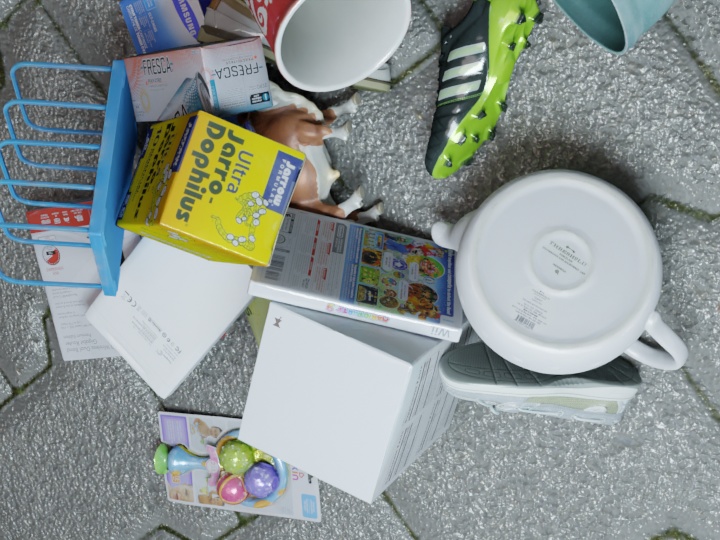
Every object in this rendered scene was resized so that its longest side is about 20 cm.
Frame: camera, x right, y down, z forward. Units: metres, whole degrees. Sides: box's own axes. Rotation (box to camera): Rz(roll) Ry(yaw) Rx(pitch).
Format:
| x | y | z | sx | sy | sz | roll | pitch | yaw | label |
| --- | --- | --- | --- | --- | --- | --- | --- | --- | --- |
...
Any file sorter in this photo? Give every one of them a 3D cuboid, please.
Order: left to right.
| x | y | z | sx | sy | sz | roll | pitch | yaw | label |
| --- | --- | --- | --- | --- | --- | --- | --- | --- | --- |
| -0.303 | -0.097 | 1.331 | 0.122 | 0.139 | 0.201 | 4 | 64 | -3 | file sorter |

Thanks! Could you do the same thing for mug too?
| x | y | z | sx | sy | sz | roll | pitch | yaw | label |
| --- | --- | --- | --- | --- | --- | --- | --- | --- | --- |
| -0.038 | -0.286 | 1.212 | 0.200 | 0.177 | 0.134 | 57 | 159 | 34 | mug |

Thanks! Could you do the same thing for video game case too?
| x | y | z | sx | sy | sz | roll | pitch | yaw | label |
| --- | --- | --- | --- | --- | --- | --- | --- | --- | --- |
| 0.000 | 0.000 | 1.247 | 0.199 | 0.143 | 0.018 | 13 | 123 | -3 | video game case |

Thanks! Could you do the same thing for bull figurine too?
| x | y | z | sx | sy | sz | roll | pitch | yaw | label |
| --- | --- | --- | --- | --- | --- | --- | --- | --- | --- |
| -0.054 | -0.118 | 1.316 | 0.121 | 0.065 | 0.201 | -5 | 114 | 25 | bull figurine |

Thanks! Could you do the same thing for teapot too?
| x | y | z | sx | sy | sz | roll | pitch | yaw | label |
| --- | --- | --- | --- | --- | --- | --- | --- | --- | --- |
| 0.182 | 0.012 | 1.206 | 0.197 | 0.146 | 0.201 | -14 | 74 | -1 | teapot |

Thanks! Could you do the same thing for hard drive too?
| x | y | z | sx | sy | sz | roll | pitch | yaw | label |
| --- | --- | --- | --- | --- | --- | --- | --- | --- | --- |
| -0.197 | 0.027 | 1.396 | 0.132 | 0.027 | 0.200 | 46 | 119 | 6 | hard drive |

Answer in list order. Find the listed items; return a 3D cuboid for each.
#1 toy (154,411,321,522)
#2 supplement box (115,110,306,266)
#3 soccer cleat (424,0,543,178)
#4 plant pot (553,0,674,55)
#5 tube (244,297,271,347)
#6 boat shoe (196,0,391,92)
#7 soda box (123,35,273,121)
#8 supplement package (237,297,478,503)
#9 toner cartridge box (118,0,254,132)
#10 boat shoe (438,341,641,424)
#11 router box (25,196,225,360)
| x | y | z | sx | sy | sz | roll | pitch | yaw | label |
| --- | --- | --- | --- | --- | --- | --- | --- | --- | --- |
| -0.146 | 0.227 | 1.475 | 0.199 | 0.047 | 0.116 | 4 | 108 | 25 | toy |
| -0.146 | -0.074 | 1.230 | 0.109 | 0.200 | 0.109 | 21 | 84 | -21 | supplement box |
| 0.102 | -0.183 | 1.235 | 0.081 | 0.067 | 0.200 | 39 | 118 | 30 | soccer cleat |
| 0.211 | -0.299 | 1.085 | 0.134 | 0.200 | 0.201 | -37 | 87 | 2 | plant pot |
| -0.115 | -0.005 | 1.393 | 0.052 | 0.058 | 0.201 | -23 | 99 | -8 | tube |
| -0.059 | -0.228 | 1.283 | 0.199 | 0.075 | 0.069 | 18 | 92 | 5 | boat shoe |
| -0.159 | -0.181 | 1.248 | 0.200 | 0.063 | 0.069 | 10 | 113 | 60 | soda box |
| 0.005 | 0.097 | 1.277 | 0.151 | 0.200 | 0.151 | 23 | 113 | 18 | supplement package |
| -0.172 | -0.202 | 1.364 | 0.095 | 0.043 | 0.201 | -17 | 97 | 27 | toner cartridge box |
| 0.167 | 0.113 | 1.236 | 0.201 | 0.075 | 0.065 | 3 | 121 | -20 | boat shoe |
| -0.263 | 0.003 | 1.464 | 0.199 | 0.049 | 0.180 | -7 | 102 | 27 | router box |
